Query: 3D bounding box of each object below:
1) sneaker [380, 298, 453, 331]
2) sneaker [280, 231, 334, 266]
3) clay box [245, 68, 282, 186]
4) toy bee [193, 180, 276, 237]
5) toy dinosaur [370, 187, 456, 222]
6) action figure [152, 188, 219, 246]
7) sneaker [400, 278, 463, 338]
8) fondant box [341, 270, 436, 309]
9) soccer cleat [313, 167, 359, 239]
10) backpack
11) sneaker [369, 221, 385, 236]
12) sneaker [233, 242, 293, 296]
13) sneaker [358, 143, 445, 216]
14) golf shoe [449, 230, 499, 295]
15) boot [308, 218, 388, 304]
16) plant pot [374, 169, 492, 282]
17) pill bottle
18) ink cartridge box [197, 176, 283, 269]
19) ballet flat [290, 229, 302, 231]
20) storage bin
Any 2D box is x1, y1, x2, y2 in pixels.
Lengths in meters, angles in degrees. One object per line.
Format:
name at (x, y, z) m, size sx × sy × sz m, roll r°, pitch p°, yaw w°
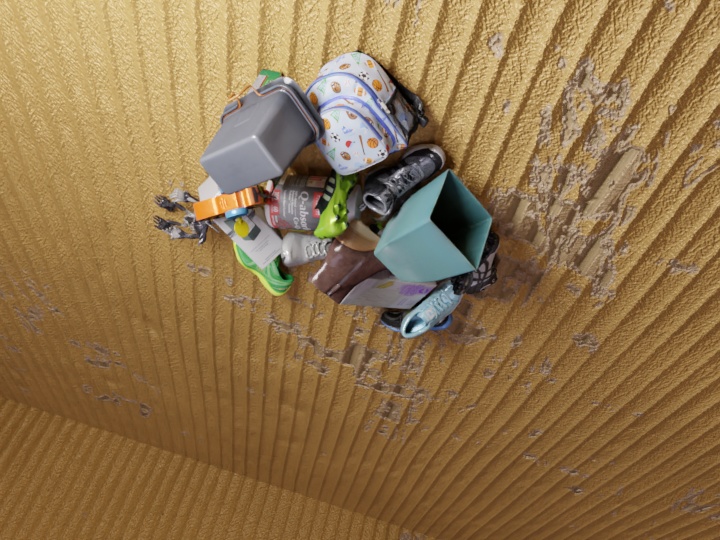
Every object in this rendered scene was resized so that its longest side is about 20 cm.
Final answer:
sneaker at (0.143, 0.110, 1.535) m, size 0.195 × 0.071 × 0.085 m, roll -6°, pitch 114°, yaw 30°
sneaker at (-0.106, -0.055, 1.345) m, size 0.085 × 0.198 × 0.077 m, roll 2°, pitch 103°, yaw 33°
clay box at (-0.181, -0.272, 1.167) m, size 0.046 × 0.117 × 0.203 m, roll 11°, pitch 140°, yaw 8°
toy bee at (-0.232, -0.134, 1.197) m, size 0.195 × 0.108 × 0.135 m, roll 10°, pitch 99°, yaw 23°
toy dinosaur at (0.117, -0.139, 1.257) m, size 0.195 × 0.078 × 0.104 m, roll 5°, pitch 128°, yaw 22°
action figure at (-0.422, -0.126, 1.413) m, size 0.196 × 0.122 × 0.101 m, roll 9°, pitch 176°, yaw 34°
sneaker at (0.176, 0.100, 1.434) m, size 0.074 × 0.082 × 0.200 m, roll 43°, pitch 108°, yaw -2°
fondant box at (0.062, 0.033, 1.406) m, size 0.195 × 0.060 × 0.144 m, roll 4°, pitch 152°, yaw -25°
soccer cleat at (-0.053, -0.154, 1.187) m, size 0.080 × 0.204 × 0.067 m, roll -18°, pitch 140°, yaw 38°
backpack at (-0.011, -0.283, 1.073) m, size 0.197 × 0.155 × 0.192 m, roll -17°, pitch 119°, yaw 39°
sneaker at (0.012, -0.056, 1.402) m, size 0.084 × 0.071 × 0.199 m, roll 55°, pitch 139°, yaw 4°
sneaker at (-0.248, -0.024, 1.531) m, size 0.083 × 0.075 × 0.200 m, roll -35°, pitch 117°, yaw 16°
sneaker at (0.079, -0.172, 1.180) m, size 0.197 × 0.115 × 0.076 m, roll -19°, pitch 123°, yaw 38°
golf shoe at (0.277, -0.017, 1.334) m, size 0.092 × 0.079 × 0.201 m, roll 7°, pitch 145°, yaw -15°
boot at (0.000, 0.000, 1.271) m, size 0.198 × 0.072 × 0.168 m, roll 34°, pitch 95°, yaw -34°
plant pot at (0.131, -0.066, 1.172) m, size 0.141 × 0.143 × 0.198 m, roll 42°, pitch 141°, yaw -20°
pill bottle at (-0.099, -0.144, 1.280) m, size 0.194 × 0.118 × 0.117 m, roll 5°, pitch 140°, yaw 9°
ink cartridge box at (-0.269, -0.122, 1.340) m, size 0.084 × 0.146 × 0.201 m, roll -40°, pitch 121°, yaw 3°
ballet flat at (-0.124, -0.116, 1.374) m, size 0.194 × 0.069 × 0.067 m, roll 11°, pitch 168°, yaw 7°
storage bin at (-0.183, -0.224, 1.016) m, size 0.196 × 0.136 × 0.146 m, roll -11°, pitch 130°, yaw 38°
